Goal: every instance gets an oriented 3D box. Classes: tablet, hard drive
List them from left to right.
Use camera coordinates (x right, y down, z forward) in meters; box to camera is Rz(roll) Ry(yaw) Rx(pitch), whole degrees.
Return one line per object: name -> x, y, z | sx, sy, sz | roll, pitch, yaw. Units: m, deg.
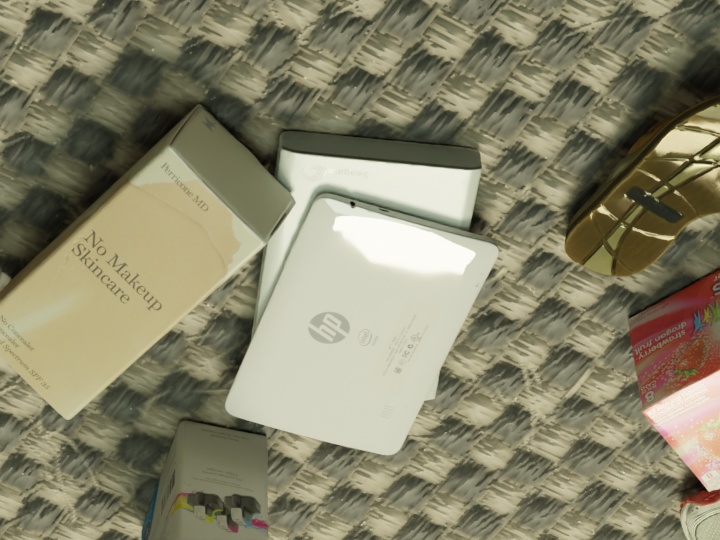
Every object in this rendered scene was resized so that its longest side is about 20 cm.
tablet -> -0.001, 0.040, 1.741 | 0.130, 0.014, 0.200 | 15, 126, -13
hard drive -> 0.000, 0.000, 1.735 | 0.132, 0.026, 0.200 | 5, 128, -6

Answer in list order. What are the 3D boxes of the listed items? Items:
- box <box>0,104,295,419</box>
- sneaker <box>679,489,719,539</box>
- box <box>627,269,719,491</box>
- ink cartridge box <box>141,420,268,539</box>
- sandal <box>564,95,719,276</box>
box -> -0.147, -0.005, 1.679 | 0.095, 0.078, 0.200 | 44, 117, -7
sneaker -> 0.295, 0.229, 1.889 | 0.078, 0.082, 0.200 | -24, 125, 16
box -> 0.290, 0.048, 1.733 | 0.200, 0.103, 0.095 | -29, 124, 21
ink cartridge box -> -0.110, 0.215, 1.789 | 0.068, 0.200, 0.115 | 13, 127, -12
sandal -> 0.207, -0.064, 1.679 | 0.080, 0.054, 0.200 | 33, 135, -18
